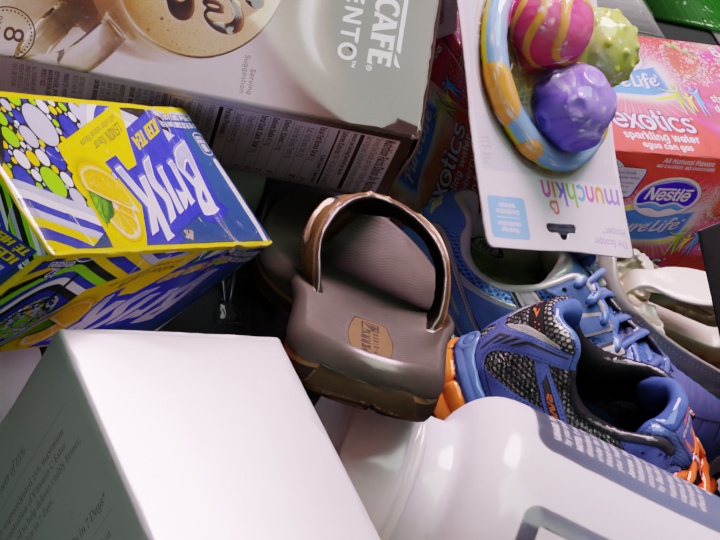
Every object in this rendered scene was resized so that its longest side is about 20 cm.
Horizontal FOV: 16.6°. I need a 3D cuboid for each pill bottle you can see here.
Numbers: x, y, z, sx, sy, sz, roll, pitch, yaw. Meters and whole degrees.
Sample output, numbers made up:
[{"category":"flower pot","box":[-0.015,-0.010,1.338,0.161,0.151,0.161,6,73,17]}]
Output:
[{"category":"pill bottle","box":[0.066,0.119,0.964,0.199,0.120,0.120,26,34,-11]}]

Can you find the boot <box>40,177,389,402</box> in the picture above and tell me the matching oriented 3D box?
[{"category":"boot","box":[-0.086,-0.019,1.066,0.199,0.066,0.165,10,39,-24]}]

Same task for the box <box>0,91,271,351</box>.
[{"category":"box","box":[-0.107,-0.017,0.890,0.070,0.064,0.200,57,17,9]}]

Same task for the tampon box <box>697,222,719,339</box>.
[{"category":"tampon box","box":[0.247,0.072,1.078,0.150,0.126,0.201,34,42,-50]}]

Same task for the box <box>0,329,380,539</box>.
[{"category":"box","box":[-0.055,0.135,0.838,0.097,0.125,0.201,3,45,-37]}]

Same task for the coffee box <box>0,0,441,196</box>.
[{"category":"coffee box","box":[-0.069,-0.110,1.021,0.198,0.080,0.114,10,71,-6]}]

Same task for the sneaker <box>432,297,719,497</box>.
[{"category":"sneaker","box":[0.120,0.087,1.054,0.200,0.078,0.076,38,32,-20]}]

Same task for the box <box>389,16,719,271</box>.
[{"category":"box","box":[0.109,-0.055,1.233,0.199,0.100,0.096,2,45,-38]}]

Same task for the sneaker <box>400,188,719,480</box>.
[{"category":"sneaker","box":[0.096,0.035,1.130,0.199,0.077,0.076,28,33,-12]}]

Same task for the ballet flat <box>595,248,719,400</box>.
[{"category":"ballet flat","box":[0.191,0.044,1.210,0.199,0.064,0.068,24,35,-15]}]

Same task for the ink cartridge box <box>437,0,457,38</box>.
[{"category":"ink cartridge box","box":[-0.073,-0.153,1.143,0.199,0.085,0.146,-20,55,-15]}]

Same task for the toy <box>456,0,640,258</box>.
[{"category":"toy","box":[0.091,-0.111,1.105,0.115,0.047,0.202,4,73,-50]}]

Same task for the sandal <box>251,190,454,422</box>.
[{"category":"sandal","box":[0.000,0.000,0.962,0.081,0.055,0.200,14,16,-5]}]

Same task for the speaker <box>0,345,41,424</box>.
[{"category":"speaker","box":[-0.207,0.052,0.852,0.199,0.081,0.081,-7,51,-45]}]
